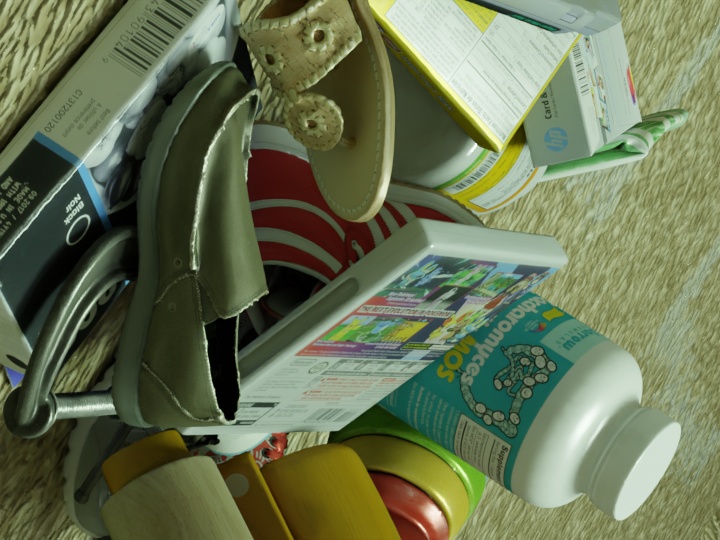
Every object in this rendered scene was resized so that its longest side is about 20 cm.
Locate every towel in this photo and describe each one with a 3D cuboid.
[{"bbox_3d":[0.139,-0.078,1.935,0.200,0.152,0.023,-27,103,-75],"label":"towel"}]

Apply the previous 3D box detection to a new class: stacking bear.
[{"bbox_3d":[0.026,0.141,1.803,0.122,0.114,0.200,97,13,-46],"label":"stacking bear"}]

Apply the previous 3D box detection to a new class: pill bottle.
[{"bbox_3d":[0.055,-0.093,1.750,0.111,0.111,0.200,-59,162,4],"label":"pill bottle"},{"bbox_3d":[0.093,0.070,1.727,0.111,0.200,0.111,-47,157,-27],"label":"pill bottle"}]

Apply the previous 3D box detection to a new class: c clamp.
[{"bbox_3d":[-0.134,0.051,1.496,0.171,0.027,0.200,-59,164,3],"label":"c clamp"}]

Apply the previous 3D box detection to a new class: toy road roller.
[{"bbox_3d":[-0.056,0.154,1.615,0.146,0.123,0.200,-27,162,-4],"label":"toy road roller"}]

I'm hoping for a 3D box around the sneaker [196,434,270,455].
[{"bbox_3d":[-0.039,0.020,1.746,0.200,0.076,0.081,-55,160,-16],"label":"sneaker"}]

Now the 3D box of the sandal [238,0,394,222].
[{"bbox_3d":[-0.033,-0.131,1.459,0.070,0.078,0.212,5,79,-35],"label":"sandal"}]

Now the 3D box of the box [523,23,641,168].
[{"bbox_3d":[0.126,-0.153,1.761,0.200,0.041,0.156,-32,110,-72],"label":"box"}]

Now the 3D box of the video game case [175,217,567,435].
[{"bbox_3d":[0.007,0.034,1.596,0.182,0.023,0.200,-37,163,19],"label":"video game case"}]

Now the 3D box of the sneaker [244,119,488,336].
[{"bbox_3d":[0.000,0.000,1.623,0.200,0.113,0.071,23,138,-33],"label":"sneaker"}]

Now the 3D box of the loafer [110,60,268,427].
[{"bbox_3d":[-0.073,-0.008,1.445,0.075,0.070,0.200,-37,141,-62],"label":"loafer"}]

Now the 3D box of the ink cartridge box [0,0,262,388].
[{"bbox_3d":[-0.127,-0.040,1.477,0.198,0.043,0.200,-53,162,-16],"label":"ink cartridge box"}]

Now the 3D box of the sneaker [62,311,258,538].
[{"bbox_3d":[-0.104,0.077,1.652,0.200,0.082,0.075,-60,161,13],"label":"sneaker"}]

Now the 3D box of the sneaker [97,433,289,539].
[{"bbox_3d":[-0.064,0.125,1.793,0.201,0.108,0.067,-52,161,-18],"label":"sneaker"}]

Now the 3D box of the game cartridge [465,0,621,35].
[{"bbox_3d":[0.071,-0.202,1.540,0.200,0.038,0.130,12,67,-56],"label":"game cartridge"}]

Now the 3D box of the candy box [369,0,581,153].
[{"bbox_3d":[0.046,-0.165,1.583,0.102,0.026,0.200,-53,127,-11],"label":"candy box"}]
